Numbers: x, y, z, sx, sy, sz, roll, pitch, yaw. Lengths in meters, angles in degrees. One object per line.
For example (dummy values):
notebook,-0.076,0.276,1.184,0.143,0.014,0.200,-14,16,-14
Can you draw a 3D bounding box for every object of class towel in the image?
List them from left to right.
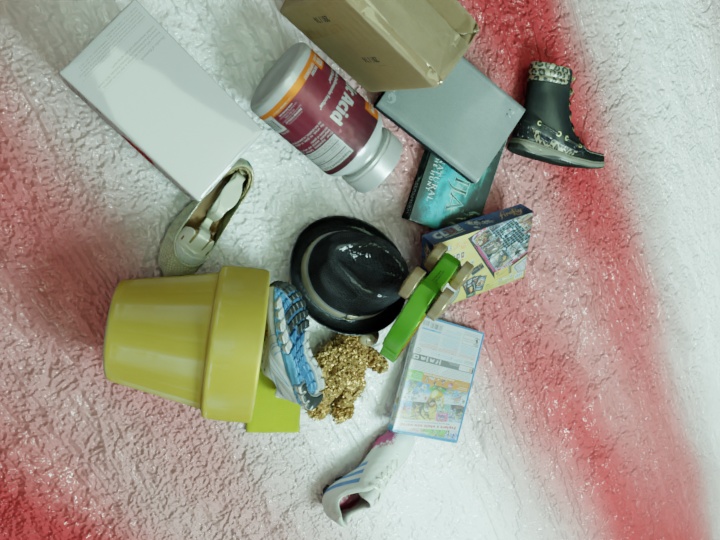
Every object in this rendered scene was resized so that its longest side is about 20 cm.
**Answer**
towel,-0.131,0.154,0.946,0.085,0.018,0.202,2,103,-6

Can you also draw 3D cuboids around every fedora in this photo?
fedora,0.000,0.000,0.905,0.199,0.091,0.203,6,76,-27

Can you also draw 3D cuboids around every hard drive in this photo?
hard drive,0.137,-0.249,0.947,0.199,0.033,0.140,34,90,-13

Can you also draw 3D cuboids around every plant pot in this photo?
plant pot,-0.223,0.087,0.804,0.187,0.201,0.203,8,99,-11

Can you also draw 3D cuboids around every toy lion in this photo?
toy lion,0.081,0.064,0.912,0.068,0.200,0.192,35,116,9

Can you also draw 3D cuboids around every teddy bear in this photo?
teddy bear,-0.019,0.154,0.978,0.145,0.067,0.201,37,86,-30

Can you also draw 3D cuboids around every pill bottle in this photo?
pill bottle,-0.042,-0.204,0.855,0.200,0.114,0.115,37,86,-28

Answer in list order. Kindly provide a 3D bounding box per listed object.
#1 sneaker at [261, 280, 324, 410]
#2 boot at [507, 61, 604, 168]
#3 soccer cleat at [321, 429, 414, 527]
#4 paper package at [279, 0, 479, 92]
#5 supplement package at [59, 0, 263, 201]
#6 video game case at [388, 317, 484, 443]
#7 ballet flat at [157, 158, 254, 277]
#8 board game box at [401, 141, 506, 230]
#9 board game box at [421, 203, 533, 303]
sneaker,-0.117,0.110,0.886,0.075,0.086,0.202,-41,127,-55
boot,0.351,-0.259,1.053,0.202,0.073,0.155,7,97,-26
soccer cleat,0.026,0.349,1.035,0.200,0.086,0.070,-39,115,-13
paper package,0.018,-0.332,0.805,0.190,0.200,0.104,35,87,-28
supplement package,-0.237,-0.195,0.749,0.200,0.121,0.120,44,81,-19
video game case,0.134,0.189,1.070,0.142,0.018,0.202,18,85,-28
ballet flat,-0.210,-0.068,0.837,0.067,0.062,0.201,31,88,-27
board game box,0.159,-0.161,1.010,0.134,0.028,0.202,16,95,-27
board game box,0.194,-0.022,1.032,0.199,0.035,0.136,-18,128,-21
